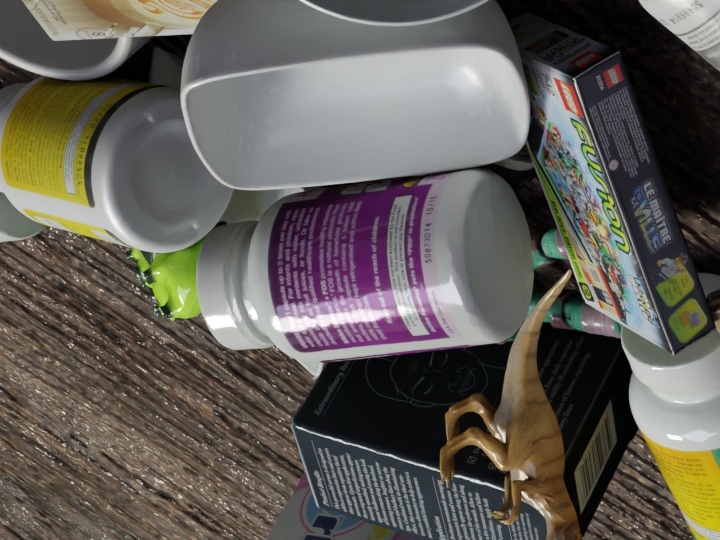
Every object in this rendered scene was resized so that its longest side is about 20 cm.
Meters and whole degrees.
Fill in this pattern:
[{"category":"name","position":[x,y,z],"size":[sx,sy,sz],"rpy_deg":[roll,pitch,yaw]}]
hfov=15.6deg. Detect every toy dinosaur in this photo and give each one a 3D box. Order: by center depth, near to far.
[{"category":"toy dinosaur","position":[0.105,0.099,1.731],"size":[0.106,0.060,0.201],"rpy_deg":[-7,99,14]}]

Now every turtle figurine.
[{"category":"turtle figurine","position":[0.084,0.004,1.764],"size":[0.199,0.101,0.150],"rpy_deg":[-2,136,33]}]

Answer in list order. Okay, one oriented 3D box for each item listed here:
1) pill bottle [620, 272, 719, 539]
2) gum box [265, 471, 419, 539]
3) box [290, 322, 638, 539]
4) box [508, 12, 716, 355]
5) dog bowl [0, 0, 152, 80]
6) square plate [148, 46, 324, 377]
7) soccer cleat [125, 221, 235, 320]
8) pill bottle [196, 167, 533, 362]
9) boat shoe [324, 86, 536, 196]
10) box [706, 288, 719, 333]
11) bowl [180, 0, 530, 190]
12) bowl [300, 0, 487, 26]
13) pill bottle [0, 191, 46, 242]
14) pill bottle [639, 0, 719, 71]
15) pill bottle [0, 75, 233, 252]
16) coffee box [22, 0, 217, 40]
[{"category":"pill bottle","position":[0.243,0.098,1.741],"size":[0.112,0.113,0.200],"rpy_deg":[5,139,35]},{"category":"gum box","position":[0.001,0.201,2.000],"size":[0.113,0.200,0.066],"rpy_deg":[4,140,38]},{"category":"box","position":[0.076,0.108,1.860],"size":[0.199,0.149,0.107],"rpy_deg":[16,145,24]},{"category":"box","position":[0.147,-0.054,1.603],"size":[0.110,0.035,0.200],"rpy_deg":[34,151,59]},{"category":"dog bowl","position":[-0.217,-0.208,1.748],"size":[0.199,0.059,0.200],"rpy_deg":[21,147,14]},{"category":"square plate","position":[-0.078,-0.043,1.847],"size":[0.198,0.028,0.200],"rpy_deg":[44,152,17]},{"category":"soccer cleat","position":[-0.116,-0.004,1.853],"size":[0.068,0.081,0.200],"rpy_deg":[65,172,-9]},{"category":"pill bottle","position":[0.000,0.000,1.674],"size":[0.199,0.113,0.112],"rpy_deg":[-7,134,28]},{"category":"boat shoe","position":[0.022,-0.106,1.678],"size":[0.200,0.072,0.068],"rpy_deg":[28,148,-1]},{"category":"box","position":[0.331,0.060,1.639],"size":[0.163,0.021,0.200],"rpy_deg":[-24,123,21]},{"category":"bowl","position":[-0.003,-0.117,1.548],"size":[0.199,0.075,0.200],"rpy_deg":[-6,161,4]},{"category":"bowl","position":[0.018,-0.239,1.439],"size":[0.200,0.090,0.202],"rpy_deg":[0,107,-1]},{"category":"pill bottle","position":[-0.324,-0.064,1.983],"size":[0.200,0.115,0.114],"rpy_deg":[-2,136,41]},{"category":"pill bottle","position":[0.257,-0.127,1.415],"size":[0.200,0.114,0.114],"rpy_deg":[38,148,-12]},{"category":"pill bottle","position":[-0.184,-0.079,1.813],"size":[0.200,0.111,0.111],"rpy_deg":[13,147,50]},{"category":"coffee box","position":[-0.102,-0.197,1.559],"size":[0.199,0.080,0.114],"rpy_deg":[-2,163,11]}]
